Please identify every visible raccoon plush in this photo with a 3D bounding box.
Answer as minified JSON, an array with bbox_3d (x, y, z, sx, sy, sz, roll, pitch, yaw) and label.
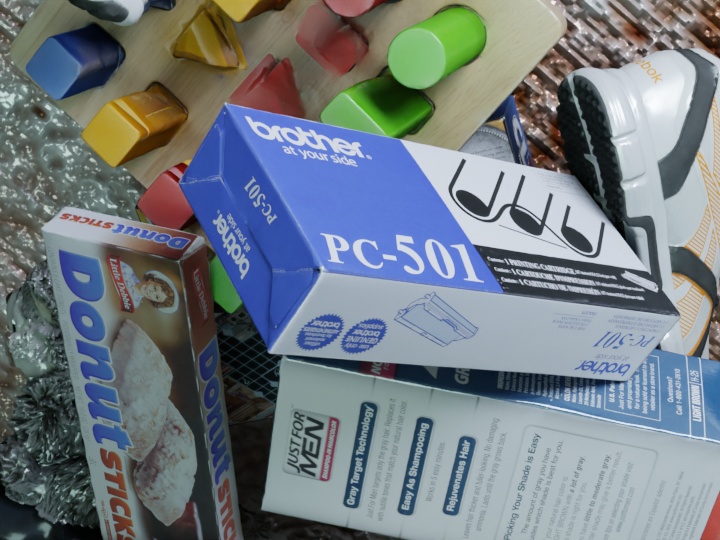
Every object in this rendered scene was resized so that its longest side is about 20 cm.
[{"bbox_3d":[-0.107,0.067,0.803,0.199,0.097,0.134,20,114,5],"label":"raccoon plush"}]

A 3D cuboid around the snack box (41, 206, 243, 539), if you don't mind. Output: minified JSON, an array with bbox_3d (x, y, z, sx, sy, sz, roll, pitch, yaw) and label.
[{"bbox_3d":[-0.098,0.065,0.702,0.072,0.024,0.201,13,128,22],"label":"snack box"}]

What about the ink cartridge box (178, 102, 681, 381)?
[{"bbox_3d":[0.033,-0.007,0.609,0.200,0.094,0.044,7,129,-40],"label":"ink cartridge box"}]

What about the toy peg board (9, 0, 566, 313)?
[{"bbox_3d":[-0.050,-0.099,0.676,0.199,0.098,0.200,43,112,1],"label":"toy peg board"}]

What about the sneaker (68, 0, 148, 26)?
[{"bbox_3d":[-0.137,-0.185,0.652,0.081,0.075,0.200,-43,58,15],"label":"sneaker"}]

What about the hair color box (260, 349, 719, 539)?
[{"bbox_3d":[0.060,0.076,0.690,0.199,0.061,0.100,11,127,1],"label":"hair color box"}]

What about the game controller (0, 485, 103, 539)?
[{"bbox_3d":[-0.193,0.213,0.849,0.104,0.042,0.201,23,114,15],"label":"game controller"}]

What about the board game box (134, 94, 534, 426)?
[{"bbox_3d":[0.000,0.000,0.773,0.199,0.035,0.136,-12,112,19],"label":"board game box"}]

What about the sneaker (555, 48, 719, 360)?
[{"bbox_3d":[0.150,-0.013,0.708,0.080,0.074,0.200,-23,126,-13],"label":"sneaker"}]

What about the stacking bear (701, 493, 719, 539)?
[{"bbox_3d":[0.232,0.092,0.719,0.121,0.114,0.200,15,144,-43],"label":"stacking bear"}]
